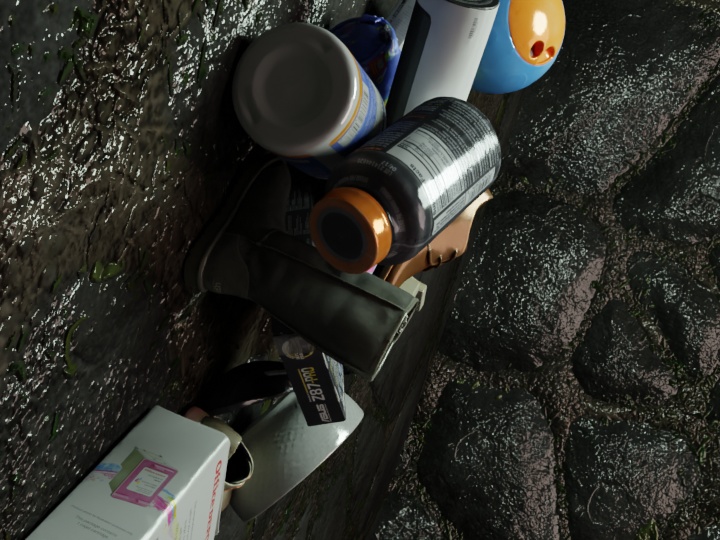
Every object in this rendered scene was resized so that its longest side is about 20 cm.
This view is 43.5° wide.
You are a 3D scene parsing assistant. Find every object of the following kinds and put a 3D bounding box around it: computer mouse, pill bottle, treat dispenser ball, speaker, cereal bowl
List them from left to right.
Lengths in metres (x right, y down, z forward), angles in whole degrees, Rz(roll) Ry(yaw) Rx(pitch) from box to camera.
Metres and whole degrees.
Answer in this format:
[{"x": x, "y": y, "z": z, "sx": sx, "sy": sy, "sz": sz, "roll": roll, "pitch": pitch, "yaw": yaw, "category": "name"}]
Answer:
[{"x": -0.111, "y": 0.125, "z": 1.033, "sx": 0.199, "sy": 0.140, "sz": 0.046, "roll": -12, "pitch": 84, "yaw": -39, "category": "computer mouse"}, {"x": -0.094, "y": 0.211, "z": 1.115, "sx": 0.200, "sy": 0.083, "sz": 0.200, "roll": -40, "pitch": 180, "yaw": 0, "category": "cereal bowl"}, {"x": -0.037, "y": -0.147, "z": 0.842, "sx": 0.200, "sy": 0.111, "sz": 0.113, "roll": 15, "pitch": 94, "yaw": -78, "category": "pill bottle"}, {"x": 0.038, "y": -0.074, "z": 0.810, "sx": 0.200, "sy": 0.106, "sz": 0.107, "roll": -40, "pitch": 150, "yaw": -43, "category": "pill bottle"}, {"x": 0.073, "y": -0.189, "z": 0.913, "sx": 0.081, "sy": 0.081, "sz": 0.201, "roll": -55, "pitch": 166, "yaw": -52, "category": "speaker"}, {"x": 0.208, "y": -0.369, "z": 1.363, "sx": 0.201, "sy": 0.199, "sz": 0.203, "roll": 20, "pitch": 90, "yaw": -78, "category": "treat dispenser ball"}]

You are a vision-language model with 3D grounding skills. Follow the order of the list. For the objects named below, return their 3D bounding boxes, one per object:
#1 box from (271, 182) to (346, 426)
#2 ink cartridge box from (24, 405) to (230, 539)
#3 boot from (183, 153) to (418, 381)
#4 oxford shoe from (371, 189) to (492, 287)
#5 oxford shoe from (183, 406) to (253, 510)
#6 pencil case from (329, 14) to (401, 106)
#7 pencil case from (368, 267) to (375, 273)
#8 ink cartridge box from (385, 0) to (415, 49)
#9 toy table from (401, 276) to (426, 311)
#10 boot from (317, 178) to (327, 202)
[{"x": -0.053, "y": 0.035, "z": 0.947, "sx": 0.162, "sy": 0.049, "sz": 0.201, "roll": 79, "pitch": 6, "yaw": -49, "category": "box"}, {"x": -0.199, "y": 0.237, "z": 0.780, "sx": 0.200, "sy": 0.084, "sz": 0.146, "roll": -49, "pitch": 155, "yaw": -57, "category": "ink cartridge box"}, {"x": -0.039, "y": -0.009, "z": 0.832, "sx": 0.073, "sy": 0.198, "sz": 0.183, "roll": 88, "pitch": 25, "yaw": -56, "category": "boot"}, {"x": 0.072, "y": -0.026, "z": 0.951, "sx": 0.200, "sy": 0.071, "sz": 0.071, "roll": -51, "pitch": -174, "yaw": -14, "category": "oxford shoe"}, {"x": -0.154, "y": 0.223, "z": 0.976, "sx": 0.201, "sy": 0.073, "sz": 0.071, "roll": 90, "pitch": 23, "yaw": -56, "category": "oxford shoe"}, {"x": 0.025, "y": -0.196, "z": 1.000, "sx": 0.087, "sy": 0.078, "sz": 0.200, "roll": -54, "pitch": 146, "yaw": -13, "category": "pencil case"}, {"x": 0.000, "y": 0.000, "z": 1.124, "sx": 0.200, "sy": 0.087, "sz": 0.088, "roll": -44, "pitch": 158, "yaw": -21, "category": "pencil case"}, {"x": 0.032, "y": -0.231, "z": 1.139, "sx": 0.201, "sy": 0.040, "sz": 0.200, "roll": -56, "pitch": 168, "yaw": 3, "category": "ink cartridge box"}, {"x": 0.057, "y": -0.024, "z": 1.433, "sx": 0.185, "sy": 0.116, "sz": 0.201, "roll": 91, "pitch": 23, "yaw": -55, "category": "toy table"}, {"x": -0.001, "y": -0.059, "z": 1.009, "sx": 0.168, "sy": 0.076, "sz": 0.202, "roll": 64, "pitch": 10, "yaw": -62, "category": "boot"}]
